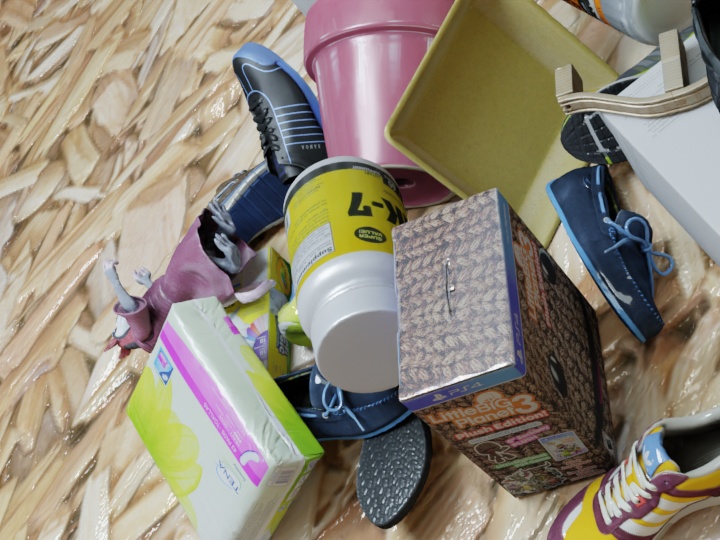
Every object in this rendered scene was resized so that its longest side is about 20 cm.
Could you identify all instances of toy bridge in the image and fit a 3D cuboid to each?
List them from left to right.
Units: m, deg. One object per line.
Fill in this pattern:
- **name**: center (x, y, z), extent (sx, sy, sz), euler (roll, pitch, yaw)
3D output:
- **toy bridge**: center (0.254, -0.160, 0.955), extent (0.198, 0.027, 0.068), euler (-14, 53, 26)

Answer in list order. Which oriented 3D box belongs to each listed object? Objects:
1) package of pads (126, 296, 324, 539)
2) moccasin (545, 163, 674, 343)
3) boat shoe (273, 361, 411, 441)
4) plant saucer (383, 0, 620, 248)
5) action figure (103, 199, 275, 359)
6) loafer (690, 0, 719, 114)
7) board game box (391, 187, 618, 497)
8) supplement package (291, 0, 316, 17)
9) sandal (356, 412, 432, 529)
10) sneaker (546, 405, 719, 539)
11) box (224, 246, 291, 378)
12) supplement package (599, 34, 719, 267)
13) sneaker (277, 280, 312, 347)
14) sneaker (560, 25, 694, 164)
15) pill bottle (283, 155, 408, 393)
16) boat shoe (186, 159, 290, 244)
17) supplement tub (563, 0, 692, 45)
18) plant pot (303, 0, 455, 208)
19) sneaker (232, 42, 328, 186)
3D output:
- **package of pads**: center (-0.134, 0.150, 1.109), extent (0.201, 0.068, 0.155), euler (52, 130, 29)
- **moccasin**: center (0.220, -0.029, 1.028), extent (0.068, 0.081, 0.201), euler (-30, 48, 11)
- **boat shoe**: center (-0.024, 0.114, 1.076), extent (0.199, 0.069, 0.085), euler (-26, 35, 35)
- **plant saucer**: center (0.131, -0.149, 1.117), extent (0.201, 0.199, 0.048), euler (-61, 21, -14)
- **action figure**: center (-0.191, 0.029, 1.251), extent (0.149, 0.134, 0.200), euler (43, 107, 5)
- **loafer**: center (0.284, -0.204, 0.897), extent (0.067, 0.070, 0.203), euler (-11, 54, 26)
- **board game box**: center (0.117, 0.064, 0.956), extent (0.096, 0.200, 0.161), euler (-20, 51, 25)
- **supplement package**: center (0.044, -0.349, 1.330), extent (0.150, 0.151, 0.202), euler (-2, 59, 37)
- **sandal**: center (0.038, 0.149, 1.072), extent (0.075, 0.048, 0.202), euler (-31, 33, 25)
- **sneaker**: center (0.215, 0.158, 0.893), extent (0.199, 0.090, 0.075), euler (-35, 46, 13)
- **box**: center (-0.129, 0.083, 1.243), extent (0.116, 0.048, 0.202), euler (-21, 48, 25)
- **supplement package**: center (0.309, -0.080, 0.963), extent (0.121, 0.120, 0.201), euler (-37, 45, 7)
- **sneaker**: center (0.000, 0.000, 1.179), extent (0.198, 0.076, 0.106), euler (-20, 50, 27)
- **sneaker**: center (0.272, -0.165, 1.087), extent (0.199, 0.074, 0.081), euler (-30, 12, 8)
- **pill bottle**: center (-0.004, 0.002, 1.033), extent (0.114, 0.114, 0.201), euler (-31, 39, 16)
- **boat shoe**: center (-0.128, -0.080, 1.336), extent (0.199, 0.072, 0.072), euler (-39, 34, 1)
- **supplement tub**: center (0.247, -0.311, 1.169), extent (0.123, 0.122, 0.200), euler (-46, 44, 1)
- **plant pot**: center (0.038, -0.168, 1.196), extent (0.198, 0.199, 0.182), euler (-8, 71, 33)
- **sneaker**: center (-0.079, -0.146, 1.258), extent (0.078, 0.200, 0.070), euler (-42, 4, -29)
